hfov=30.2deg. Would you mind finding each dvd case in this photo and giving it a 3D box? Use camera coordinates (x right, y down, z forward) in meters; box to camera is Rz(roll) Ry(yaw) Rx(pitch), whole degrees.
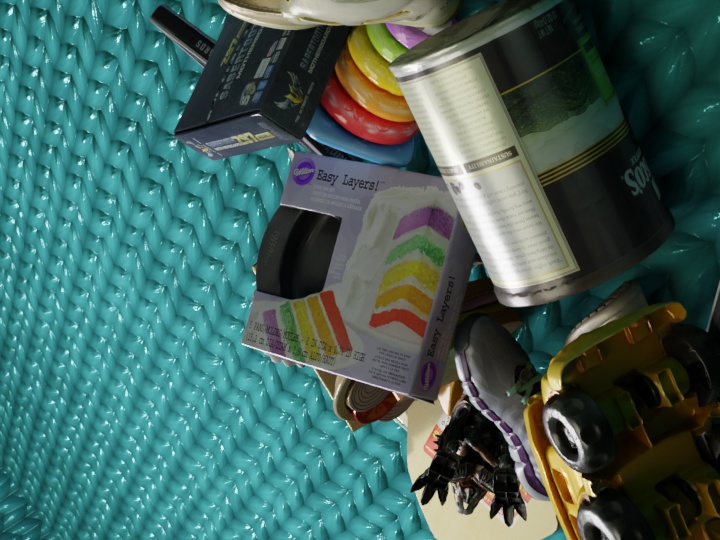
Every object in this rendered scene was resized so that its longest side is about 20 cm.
[{"bbox_3d":[-0.101,-0.173,1.299,0.200,0.025,0.150,39,180,27],"label":"dvd case"}]

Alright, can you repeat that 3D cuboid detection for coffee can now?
[{"bbox_3d":[0.128,-0.094,0.996,0.146,0.146,0.200,-7,114,57],"label":"coffee can"}]

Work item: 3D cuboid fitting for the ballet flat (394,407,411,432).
[{"bbox_3d":[0.093,0.162,1.402,0.200,0.067,0.062,45,121,12],"label":"ballet flat"}]

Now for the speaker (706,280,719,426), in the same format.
[{"bbox_3d":[0.291,0.034,0.953,0.081,0.081,0.200,37,146,30],"label":"speaker"}]

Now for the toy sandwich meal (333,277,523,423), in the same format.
[{"bbox_3d":[0.065,0.085,1.226,0.070,0.205,0.205,50,151,24],"label":"toy sandwich meal"}]

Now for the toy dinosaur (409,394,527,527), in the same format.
[{"bbox_3d":[0.106,0.155,1.239,0.102,0.136,0.200,-4,124,18],"label":"toy dinosaur"}]

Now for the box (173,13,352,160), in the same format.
[{"bbox_3d":[-0.070,-0.197,1.142,0.051,0.200,0.158,32,162,-28],"label":"box"}]

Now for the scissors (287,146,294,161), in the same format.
[{"bbox_3d":[-0.038,-0.036,1.426,0.200,0.014,0.073,57,152,-5],"label":"scissors"}]

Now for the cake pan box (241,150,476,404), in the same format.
[{"bbox_3d":[0.000,0.000,1.146,0.200,0.185,0.052,15,176,37],"label":"cake pan box"}]

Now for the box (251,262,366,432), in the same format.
[{"bbox_3d":[-0.041,0.063,1.420,0.200,0.021,0.163,59,-169,-5],"label":"box"}]

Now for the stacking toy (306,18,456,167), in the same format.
[{"bbox_3d":[0.038,-0.190,1.099,0.200,0.109,0.116,-51,33,42],"label":"stacking toy"}]

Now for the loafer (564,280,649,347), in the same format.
[{"bbox_3d":[0.212,0.078,1.125,0.068,0.076,0.200,43,157,18],"label":"loafer"}]

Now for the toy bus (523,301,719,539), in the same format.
[{"bbox_3d":[0.189,0.129,1.005,0.200,0.135,0.192,67,161,-9],"label":"toy bus"}]

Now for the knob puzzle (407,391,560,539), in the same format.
[{"bbox_3d":[0.127,0.193,1.339,0.219,0.030,0.220,6,101,35],"label":"knob puzzle"}]

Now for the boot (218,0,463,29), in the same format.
[{"bbox_3d":[-0.035,-0.220,0.980,0.199,0.155,0.072,6,94,16],"label":"boot"}]

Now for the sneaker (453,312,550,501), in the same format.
[{"bbox_3d":[0.155,0.114,1.130,0.087,0.074,0.200,-3,128,44],"label":"sneaker"}]

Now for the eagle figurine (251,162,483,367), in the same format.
[{"bbox_3d":[-0.001,0.011,1.280,0.152,0.151,0.200,44,142,-1],"label":"eagle figurine"}]
